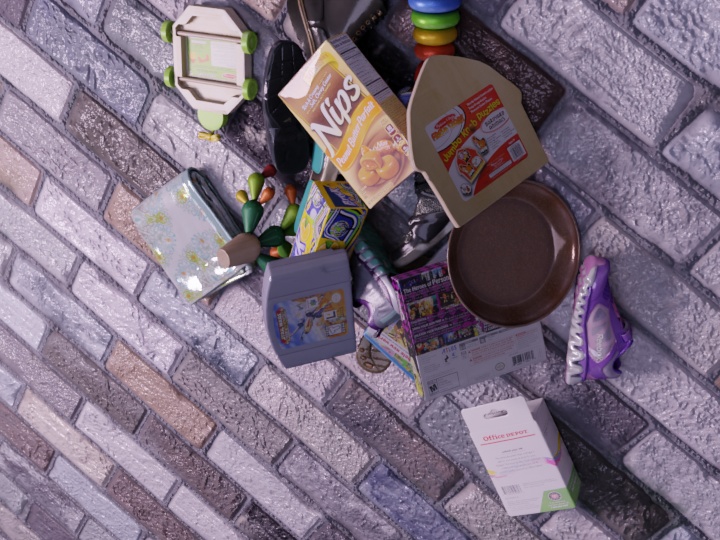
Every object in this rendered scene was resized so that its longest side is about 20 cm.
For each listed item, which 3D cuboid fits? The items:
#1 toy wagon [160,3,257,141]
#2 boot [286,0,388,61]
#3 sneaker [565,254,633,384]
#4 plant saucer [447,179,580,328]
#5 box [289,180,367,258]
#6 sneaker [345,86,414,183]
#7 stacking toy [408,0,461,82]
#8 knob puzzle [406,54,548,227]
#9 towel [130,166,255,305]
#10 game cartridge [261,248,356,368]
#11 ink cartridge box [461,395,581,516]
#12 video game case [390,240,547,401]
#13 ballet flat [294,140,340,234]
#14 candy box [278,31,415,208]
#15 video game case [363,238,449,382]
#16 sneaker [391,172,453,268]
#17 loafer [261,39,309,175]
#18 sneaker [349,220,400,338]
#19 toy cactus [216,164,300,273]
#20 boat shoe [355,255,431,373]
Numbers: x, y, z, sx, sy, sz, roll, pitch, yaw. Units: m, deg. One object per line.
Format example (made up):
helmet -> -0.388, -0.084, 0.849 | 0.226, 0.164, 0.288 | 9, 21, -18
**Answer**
toy wagon -> -0.229, -0.300, 1.244 | 0.154, 0.040, 0.202 | 13, 118, 20
boot -> -0.005, -0.308, 1.116 | 0.137, 0.078, 0.202 | -19, 105, 26
sneaker -> 0.336, 0.072, 1.126 | 0.087, 0.081, 0.202 | 6, 120, 15
plant saucer -> 0.205, -0.024, 1.112 | 0.198, 0.037, 0.203 | -2, 99, -15
box -> -0.057, -0.029, 1.190 | 0.070, 0.064, 0.201 | 59, 140, 42
sneaker -> 0.040, -0.184, 1.142 | 0.079, 0.075, 0.200 | 49, 129, -1
stacking toy -> 0.095, -0.325, 1.058 | 0.084, 0.085, 0.202 | 12, 121, 20
knob puzzle -> 0.134, -0.184, 1.052 | 0.221, 0.219, 0.030 | 61, 157, -10
towel -> -0.285, -0.054, 1.377 | 0.170, 0.048, 0.201 | -27, 99, 31
game cartridge -> -0.076, 0.061, 1.187 | 0.132, 0.042, 0.201 | -16, 133, -12
ink cartridge box -> 0.249, 0.274, 1.259 | 0.116, 0.067, 0.202 | -18, 105, 31
video game case -> 0.156, 0.069, 1.148 | 0.198, 0.036, 0.183 | -17, 103, -13
ballet flat -> -0.048, -0.139, 1.216 | 0.069, 0.069, 0.202 | 22, 112, 15
candy box -> -0.004, -0.197, 1.077 | 0.200, 0.055, 0.115 | 50, 128, -3
video game case -> 0.121, 0.069, 1.206 | 0.143, 0.018, 0.200 | 41, 101, -5
sneaker -> 0.095, -0.097, 1.158 | 0.114, 0.076, 0.200 | 45, 117, 4
loafer -> -0.116, -0.241, 1.181 | 0.072, 0.072, 0.202 | -126, 33, -48
sneaker -> 0.000, 0.000, 1.204 | 0.087, 0.074, 0.201 | -43, 56, 21
toy cactus -> -0.156, -0.050, 1.255 | 0.102, 0.164, 0.202 | 5, 113, 43
boat shoe -> 0.054, 0.061, 1.254 | 0.071, 0.068, 0.202 | 27, 104, 1
